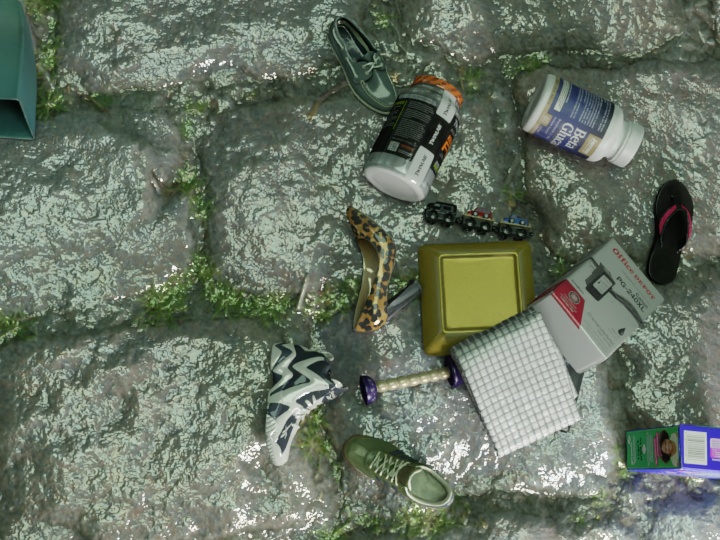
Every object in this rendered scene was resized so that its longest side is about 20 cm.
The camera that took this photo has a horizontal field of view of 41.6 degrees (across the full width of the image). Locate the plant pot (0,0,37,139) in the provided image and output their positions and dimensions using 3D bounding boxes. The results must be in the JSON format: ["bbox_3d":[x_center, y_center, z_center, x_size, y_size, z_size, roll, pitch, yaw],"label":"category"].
[{"bbox_3d":[-0.611,-0.341,1.566,0.141,0.141,0.200,3,70,-8],"label":"plant pot"}]

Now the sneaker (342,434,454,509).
[{"bbox_3d":[0.068,0.327,1.545,0.200,0.090,0.067,30,76,-1],"label":"sneaker"}]

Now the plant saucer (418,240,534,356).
[{"bbox_3d":[0.204,0.042,1.629,0.200,0.048,0.200,-3,76,0],"label":"plant saucer"}]

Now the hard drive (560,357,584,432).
[{"bbox_3d":[0.320,0.166,1.647,0.139,0.033,0.200,19,76,-4],"label":"hard drive"}]

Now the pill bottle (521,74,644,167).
[{"bbox_3d":[0.403,-0.265,1.710,0.200,0.111,0.111,24,76,-3],"label":"pill bottle"}]

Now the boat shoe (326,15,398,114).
[{"bbox_3d":[0.006,-0.370,1.698,0.073,0.062,0.200,-31,84,-14],"label":"boat shoe"}]

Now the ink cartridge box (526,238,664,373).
[{"bbox_3d":[0.405,0.057,1.624,0.200,0.083,0.145,-36,85,-34],"label":"ink cartridge box"}]

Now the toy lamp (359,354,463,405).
[{"bbox_3d":[0.101,0.182,1.599,0.200,0.058,0.058,-12,80,-12],"label":"toy lamp"}]

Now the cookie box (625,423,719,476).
[{"bbox_3d":[0.559,0.302,1.569,0.171,0.200,0.075,6,76,-8],"label":"cookie box"}]

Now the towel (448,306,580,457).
[{"bbox_3d":[0.256,0.182,1.560,0.165,0.086,0.200,-25,99,-5],"label":"towel"}]

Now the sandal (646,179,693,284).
[{"bbox_3d":[0.572,-0.072,1.729,0.075,0.045,0.200,15,76,-5],"label":"sandal"}]

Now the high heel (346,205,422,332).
[{"bbox_3d":[0.000,0.000,1.612,0.143,0.071,0.200,-37,95,-20],"label":"high heel"}]

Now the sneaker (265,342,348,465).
[{"bbox_3d":[-0.086,0.219,1.550,0.129,0.080,0.199,2,68,1],"label":"sneaker"}]

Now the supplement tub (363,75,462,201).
[{"bbox_3d":[0.097,-0.232,1.652,0.122,0.123,0.200,26,76,-2],"label":"supplement tub"}]

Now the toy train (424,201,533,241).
[{"bbox_3d":[0.212,-0.089,1.687,0.200,0.034,0.046,11,64,-5],"label":"toy train"}]
